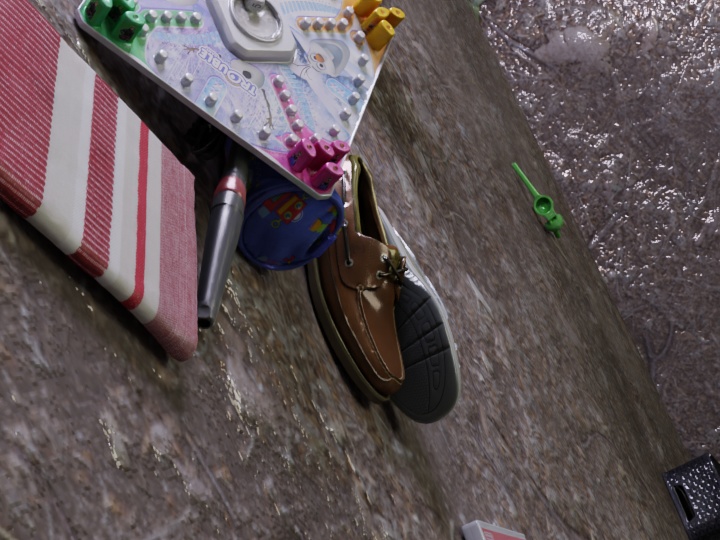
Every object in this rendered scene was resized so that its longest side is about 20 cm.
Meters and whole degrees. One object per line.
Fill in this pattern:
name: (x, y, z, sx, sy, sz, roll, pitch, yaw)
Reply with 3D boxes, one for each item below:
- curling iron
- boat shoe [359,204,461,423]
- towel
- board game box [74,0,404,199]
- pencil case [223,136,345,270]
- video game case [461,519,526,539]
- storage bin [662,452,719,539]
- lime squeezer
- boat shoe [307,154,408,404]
curling iron: (-0.090, -0.038, 0.853, 0.026, 0.049, 0.202, 49, 26, -39)
boat shoe: (0.032, 0.031, 1.090, 0.065, 0.074, 0.204, 26, 33, -60)
towel: (-0.151, -0.058, 0.712, 0.200, 0.023, 0.145, 49, 23, -40)
board game box: (-0.070, -0.173, 0.914, 0.199, 0.026, 0.201, 36, 44, -16)
pencil case: (-0.058, -0.092, 0.970, 0.086, 0.078, 0.202, 24, 37, -31)
video game case: (0.146, 0.308, 1.109, 0.143, 0.017, 0.202, 34, 33, -63)
storage bin: (0.630, 0.423, 2.430, 0.200, 0.093, 0.137, 36, 30, -58)
lime squeezer: (0.336, -0.114, 2.446, 0.200, 0.037, 0.071, 51, 19, -36)
boat shoe: (0.000, 0.000, 1.035, 0.072, 0.067, 0.202, 32, 35, -63)
